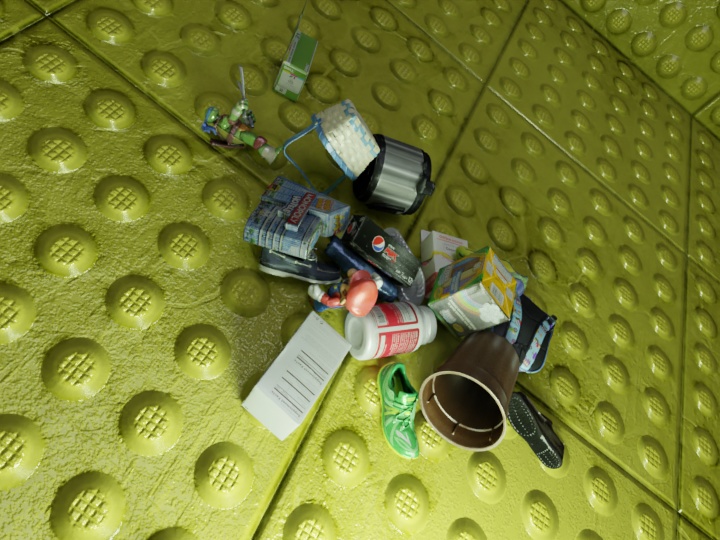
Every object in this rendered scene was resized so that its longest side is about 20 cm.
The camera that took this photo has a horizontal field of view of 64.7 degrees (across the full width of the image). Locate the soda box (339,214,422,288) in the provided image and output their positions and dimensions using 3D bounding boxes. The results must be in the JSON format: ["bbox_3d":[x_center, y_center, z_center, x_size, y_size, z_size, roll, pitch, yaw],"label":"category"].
[{"bbox_3d":[0.049,-0.043,1.297,0.198,0.063,0.072,37,76,-31],"label":"soda box"}]

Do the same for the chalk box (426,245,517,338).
[{"bbox_3d":[0.243,0.059,1.317,0.125,0.197,0.126,46,45,-20],"label":"chalk box"}]

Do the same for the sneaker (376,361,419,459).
[{"bbox_3d":[0.083,0.291,1.194,0.072,0.084,0.206,0,63,-30],"label":"sneaker"}]

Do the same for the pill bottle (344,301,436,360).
[{"bbox_3d":[0.070,0.130,1.264,0.194,0.112,0.116,-3,63,-32],"label":"pill bottle"}]

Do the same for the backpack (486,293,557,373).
[{"bbox_3d":[0.377,0.164,1.408,0.180,0.135,0.202,36,50,-6],"label":"backpack"}]

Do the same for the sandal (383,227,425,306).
[{"bbox_3d":[0.106,-0.007,1.402,0.080,0.050,0.209,-19,83,3],"label":"sandal"}]

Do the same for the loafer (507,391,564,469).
[{"bbox_3d":[0.417,0.371,1.358,0.071,0.072,0.203,-32,89,-45],"label":"loafer"}]

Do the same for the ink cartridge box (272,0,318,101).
[{"bbox_3d":[-0.155,-0.576,1.493,0.074,0.200,0.152,21,53,-15],"label":"ink cartridge box"}]

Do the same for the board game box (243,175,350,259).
[{"bbox_3d":[-0.130,-0.116,1.251,0.193,0.063,0.202,14,38,8],"label":"board game box"}]

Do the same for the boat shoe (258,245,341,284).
[{"bbox_3d":[-0.128,-0.017,1.257,0.193,0.064,0.075,11,14,-19],"label":"boat shoe"}]

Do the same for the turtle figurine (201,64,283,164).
[{"bbox_3d":[-0.255,-0.356,1.337,0.192,0.143,0.203,38,61,-14],"label":"turtle figurine"}]

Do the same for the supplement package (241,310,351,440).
[{"bbox_3d":[-0.123,0.203,1.107,0.109,0.114,0.201,38,52,-2],"label":"supplement package"}]

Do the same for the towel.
[{"bbox_3d":[0.000,0.000,1.309,0.198,0.112,0.049,40,94,-7],"label":"towel"}]

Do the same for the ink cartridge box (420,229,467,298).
[{"bbox_3d":[0.220,-0.024,1.471,0.113,0.068,0.206,14,57,-23],"label":"ink cartridge box"}]

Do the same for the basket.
[{"bbox_3d":[-0.065,-0.286,1.351,0.177,0.197,0.141,48,10,-44],"label":"basket"}]

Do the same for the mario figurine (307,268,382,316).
[{"bbox_3d":[-0.033,0.033,1.195,0.107,0.198,0.124,49,60,-18],"label":"mario figurine"}]

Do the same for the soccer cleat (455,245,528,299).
[{"bbox_3d":[0.322,-0.005,1.401,0.198,0.065,0.084,38,71,28],"label":"soccer cleat"}]

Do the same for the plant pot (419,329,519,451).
[{"bbox_3d":[0.256,0.251,1.263,0.200,0.201,0.198,45,42,2],"label":"plant pot"}]

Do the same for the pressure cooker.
[{"bbox_3d":[0.095,-0.238,1.455,0.194,0.179,0.181,13,53,-21],"label":"pressure cooker"}]
